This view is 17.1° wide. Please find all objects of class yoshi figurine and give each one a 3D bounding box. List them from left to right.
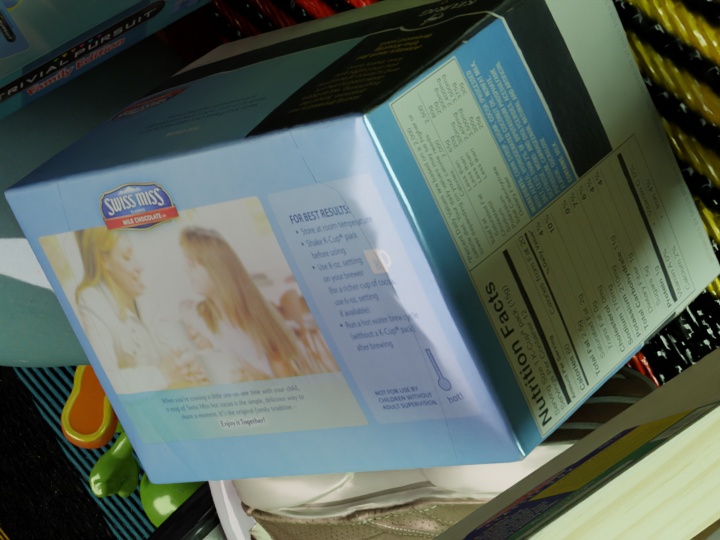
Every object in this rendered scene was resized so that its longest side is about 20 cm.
[{"bbox_3d":[-0.112,0.112,1.467,0.112,0.112,0.200,46,179,18],"label":"yoshi figurine"}]

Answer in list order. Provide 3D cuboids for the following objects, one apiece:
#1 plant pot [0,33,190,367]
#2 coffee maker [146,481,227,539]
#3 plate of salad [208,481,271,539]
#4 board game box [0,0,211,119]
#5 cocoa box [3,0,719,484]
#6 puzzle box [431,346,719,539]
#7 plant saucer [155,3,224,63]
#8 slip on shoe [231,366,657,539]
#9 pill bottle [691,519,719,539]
[{"bbox_3d":[-0.147,-0.043,1.118,0.188,0.200,0.200,18,141,33],"label":"plant pot"},{"bbox_3d":[-0.029,0.201,1.308,0.200,0.135,0.192,48,169,-1],"label":"coffee maker"},{"bbox_3d":[-0.015,0.125,1.078,0.200,0.048,0.201,31,134,37],"label":"plate of salad"},{"bbox_3d":[-0.159,-0.153,1.037,0.151,0.200,0.047,54,162,12],"label":"board game box"},{"bbox_3d":[-0.002,-0.014,0.853,0.200,0.131,0.134,-9,113,46],"label":"cocoa box"},{"bbox_3d":[0.099,0.044,0.672,0.025,0.200,0.133,58,163,1],"label":"puzzle box"},{"bbox_3d":[-0.125,-0.144,1.230,0.200,0.037,0.200,33,149,52],"label":"plant saucer"},{"bbox_3d":[0.034,0.078,0.865,0.200,0.076,0.061,-11,107,41],"label":"slip on shoe"},{"bbox_3d":[0.102,0.107,0.907,0.200,0.114,0.115,32,149,54],"label":"pill bottle"}]
